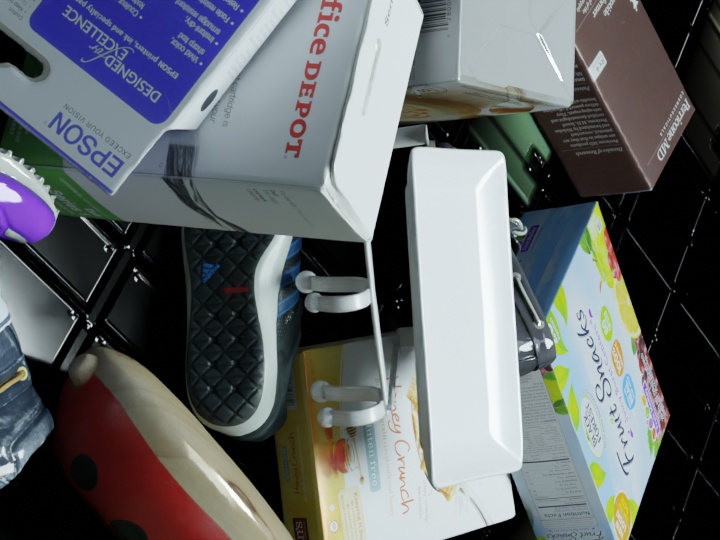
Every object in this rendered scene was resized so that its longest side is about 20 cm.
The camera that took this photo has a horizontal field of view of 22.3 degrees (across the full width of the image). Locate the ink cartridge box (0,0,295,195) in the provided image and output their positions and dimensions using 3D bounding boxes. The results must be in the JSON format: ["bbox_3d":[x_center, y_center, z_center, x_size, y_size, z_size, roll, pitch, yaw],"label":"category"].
[{"bbox_3d":[-0.133,-0.168,0.942,0.200,0.198,0.043,-51,166,-3],"label":"ink cartridge box"}]

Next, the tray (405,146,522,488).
[{"bbox_3d":[0.059,0.027,1.112,0.107,0.022,0.201,-2,88,-56],"label":"tray"}]

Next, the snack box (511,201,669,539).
[{"bbox_3d":[0.153,0.081,1.322,0.201,0.067,0.169,67,32,-26],"label":"snack box"}]

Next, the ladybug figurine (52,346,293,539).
[{"bbox_3d":[-0.107,0.127,1.022,0.072,0.136,0.200,-42,114,-13],"label":"ladybug figurine"}]

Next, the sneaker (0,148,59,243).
[{"bbox_3d":[-0.248,-0.031,0.917,0.200,0.069,0.100,23,77,-41],"label":"sneaker"}]

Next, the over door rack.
[{"bbox_3d":[0.000,0.000,1.110,0.200,0.066,0.149,-40,126,-71],"label":"over door rack"}]

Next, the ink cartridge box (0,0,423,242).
[{"bbox_3d":[-0.079,-0.101,0.994,0.084,0.199,0.147,49,52,-62],"label":"ink cartridge box"}]

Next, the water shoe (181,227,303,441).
[{"bbox_3d":[-0.070,0.005,1.125,0.079,0.071,0.201,49,46,-70],"label":"water shoe"}]

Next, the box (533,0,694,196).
[{"bbox_3d":[0.171,-0.163,1.389,0.200,0.075,0.100,57,49,-32],"label":"box"}]

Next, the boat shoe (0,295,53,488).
[{"bbox_3d":[-0.232,0.092,0.915,0.200,0.071,0.091,-41,114,-44],"label":"boat shoe"}]

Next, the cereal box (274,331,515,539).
[{"bbox_3d":[0.024,0.113,1.227,0.199,0.039,0.145,-8,91,-48],"label":"cereal box"}]

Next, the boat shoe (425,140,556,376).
[{"bbox_3d":[0.082,-0.008,1.226,0.073,0.062,0.201,91,-10,-50],"label":"boat shoe"}]

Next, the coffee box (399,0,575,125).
[{"bbox_3d":[0.018,-0.136,1.116,0.114,0.199,0.080,7,84,-47],"label":"coffee box"}]
